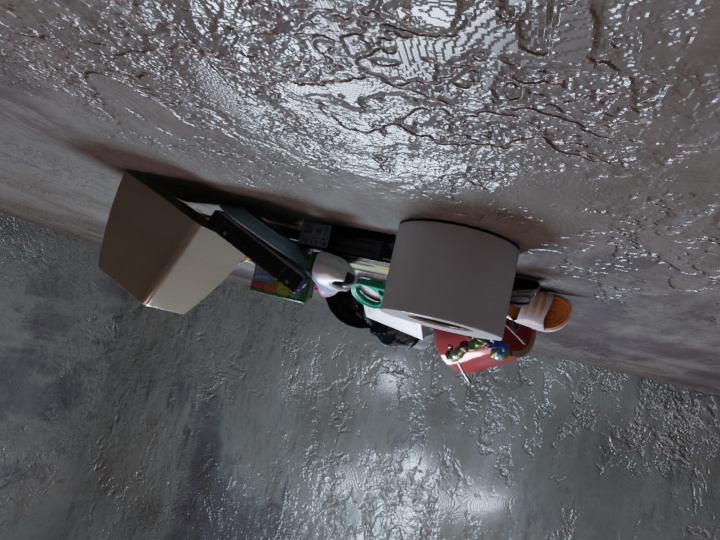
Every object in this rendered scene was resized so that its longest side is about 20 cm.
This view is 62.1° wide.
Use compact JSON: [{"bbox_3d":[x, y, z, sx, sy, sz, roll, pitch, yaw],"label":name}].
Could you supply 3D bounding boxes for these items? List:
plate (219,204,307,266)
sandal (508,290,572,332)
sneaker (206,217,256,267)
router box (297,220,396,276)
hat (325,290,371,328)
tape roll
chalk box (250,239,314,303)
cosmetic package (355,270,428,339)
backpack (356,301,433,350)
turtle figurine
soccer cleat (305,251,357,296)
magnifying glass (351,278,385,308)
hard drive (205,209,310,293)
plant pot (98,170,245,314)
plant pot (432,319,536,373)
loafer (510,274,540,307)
[{"bbox_3d":[-0.175,-0.073,1.121,0.198,0.026,0.200,35,-179,0],"label":"plate"},{"bbox_3d":[0.326,0.073,1.228,0.203,0.081,0.059,13,180,25],"label":"sandal"},{"bbox_3d":[-0.306,-0.059,1.399,0.197,0.092,0.075,17,172,-23],"label":"sneaker"},{"bbox_3d":[-0.001,-0.036,1.145,0.196,0.053,0.157,12,172,20],"label":"router box"},{"bbox_3d":[-0.006,0.056,1.600,0.197,0.203,0.081,17,129,-24],"label":"hat"},{"bbox_3d":[0.140,0.018,0.943,0.198,0.142,0.203,13,173,2],"label":"tape roll"},{"bbox_3d":[-0.159,-0.004,1.289,0.122,0.127,0.200,14,-178,2],"label":"chalk box"},{"bbox_3d":[0.072,0.054,1.293,0.148,0.052,0.202,18,148,23],"label":"cosmetic package"},{"bbox_3d":[0.111,0.108,1.510,0.199,0.154,0.176,26,-164,-45],"label":"backpack"},{"bbox_3d":[0.215,0.111,1.198,0.195,0.143,0.200,54,-169,17],"label":"turtle figurine"},{"bbox_3d":[-0.044,0.018,1.125,0.085,0.071,0.200,18,172,11],"label":"soccer cleat"},{"bbox_3d":[0.050,0.043,1.223,0.080,0.023,0.198,47,148,-21],"label":"magnifying glass"},{"bbox_3d":[-0.181,-0.035,1.103,0.199,0.038,0.140,37,-179,1],"label":"hard drive"},{"bbox_3d":[-0.366,-0.035,1.126,0.198,0.179,0.200,34,180,20],"label":"plant pot"},{"bbox_3d":[0.297,0.136,1.396,0.198,0.205,0.176,18,160,-31],"label":"plant pot"},{"bbox_3d":[0.240,0.020,1.114,0.196,0.073,0.063,9,154,-14],"label":"loafer"}]
